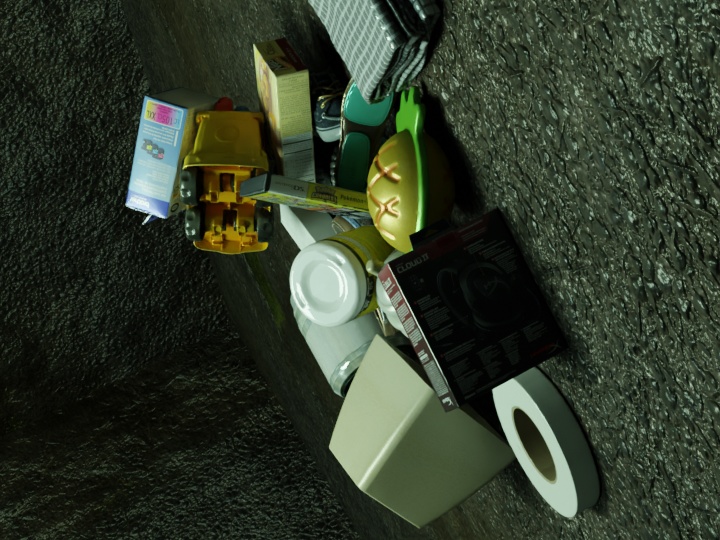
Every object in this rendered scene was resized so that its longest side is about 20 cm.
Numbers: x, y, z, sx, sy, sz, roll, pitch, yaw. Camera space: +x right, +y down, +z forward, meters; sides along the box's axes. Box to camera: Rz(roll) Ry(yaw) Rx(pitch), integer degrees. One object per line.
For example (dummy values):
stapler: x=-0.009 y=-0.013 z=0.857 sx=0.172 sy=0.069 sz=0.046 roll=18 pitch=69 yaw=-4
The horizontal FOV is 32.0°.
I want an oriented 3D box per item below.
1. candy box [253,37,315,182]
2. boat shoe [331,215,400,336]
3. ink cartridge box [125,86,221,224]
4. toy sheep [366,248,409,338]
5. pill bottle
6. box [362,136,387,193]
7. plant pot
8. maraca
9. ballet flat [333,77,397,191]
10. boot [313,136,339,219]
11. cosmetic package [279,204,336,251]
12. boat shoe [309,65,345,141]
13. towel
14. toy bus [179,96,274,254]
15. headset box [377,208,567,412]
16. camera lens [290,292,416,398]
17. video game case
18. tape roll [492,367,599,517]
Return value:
candy box: x=-0.109 y=-0.219 z=1.818 sx=0.116 sy=0.055 sz=0.202 roll=-121 pitch=22 yaw=-51
boat shoe: x=0.008 y=0.004 z=1.811 sx=0.201 sy=0.072 sz=0.072 roll=54 pitch=170 yaw=18
ink cartridge box: x=-0.282 y=-0.163 z=1.883 sx=0.136 sy=0.075 sz=0.203 roll=-38 pitch=-38 yaw=-69
toy sheep: x=0.087 y=0.027 z=1.583 sx=0.199 sy=0.139 sz=0.138 roll=31 pitch=-171 yaw=-35
pill bottle: x=0.000 y=0.000 z=1.675 sx=0.199 sy=0.111 sz=0.112 roll=-23 pitch=-94 yaw=-59
box: x=0.052 y=-0.101 z=1.689 sx=0.200 sy=0.049 sz=0.083 roll=53 pitch=163 yaw=45
plant pot: x=0.071 y=0.245 z=1.811 sx=0.199 sy=0.178 sz=0.200 roll=38 pitch=-178 yaw=-30
maraca: x=0.061 y=-0.118 z=1.512 sx=0.137 sy=0.105 sz=0.203 roll=-174 pitch=83 yaw=-75
ballet flat: x=0.008 y=-0.197 z=1.622 sx=0.073 sy=0.067 sz=0.202 roll=-75 pitch=-4 yaw=-54
boot: x=-0.046 y=-0.171 z=1.896 sx=0.213 sy=0.079 sz=0.158 roll=58 pitch=170 yaw=7
cosmetic package: x=-0.057 y=-0.042 z=1.929 sx=0.201 sy=0.050 sz=0.083 roll=54 pitch=159 yaw=29
boat shoe: x=-0.042 y=-0.237 z=1.771 sx=0.200 sy=0.070 sz=0.092 roll=22 pitch=130 yaw=68
towel: x=0.009 y=-0.295 z=1.414 sx=0.167 sy=0.085 sz=0.200 roll=62 pitch=167 yaw=8
toy bus: x=-0.193 y=-0.151 z=1.863 sx=0.201 sy=0.133 sz=0.194 roll=94 pitch=176 yaw=-53
headset box: x=0.122 y=0.038 z=1.439 sx=0.202 sy=0.147 sz=0.077 roll=62 pitch=167 yaw=7
camera lens: x=-0.010 y=0.098 z=2.080 sx=0.201 sy=0.158 sz=0.161 roll=59 pitch=166 yaw=25
video game case: x=-0.059 y=-0.097 z=1.676 sx=0.200 sy=0.178 sz=0.026 roll=-174 pitch=94 yaw=-75
tape roll: x=0.231 y=0.212 z=1.579 sx=0.204 sy=0.037 sz=0.203 roll=60 pitch=167 yaw=22
